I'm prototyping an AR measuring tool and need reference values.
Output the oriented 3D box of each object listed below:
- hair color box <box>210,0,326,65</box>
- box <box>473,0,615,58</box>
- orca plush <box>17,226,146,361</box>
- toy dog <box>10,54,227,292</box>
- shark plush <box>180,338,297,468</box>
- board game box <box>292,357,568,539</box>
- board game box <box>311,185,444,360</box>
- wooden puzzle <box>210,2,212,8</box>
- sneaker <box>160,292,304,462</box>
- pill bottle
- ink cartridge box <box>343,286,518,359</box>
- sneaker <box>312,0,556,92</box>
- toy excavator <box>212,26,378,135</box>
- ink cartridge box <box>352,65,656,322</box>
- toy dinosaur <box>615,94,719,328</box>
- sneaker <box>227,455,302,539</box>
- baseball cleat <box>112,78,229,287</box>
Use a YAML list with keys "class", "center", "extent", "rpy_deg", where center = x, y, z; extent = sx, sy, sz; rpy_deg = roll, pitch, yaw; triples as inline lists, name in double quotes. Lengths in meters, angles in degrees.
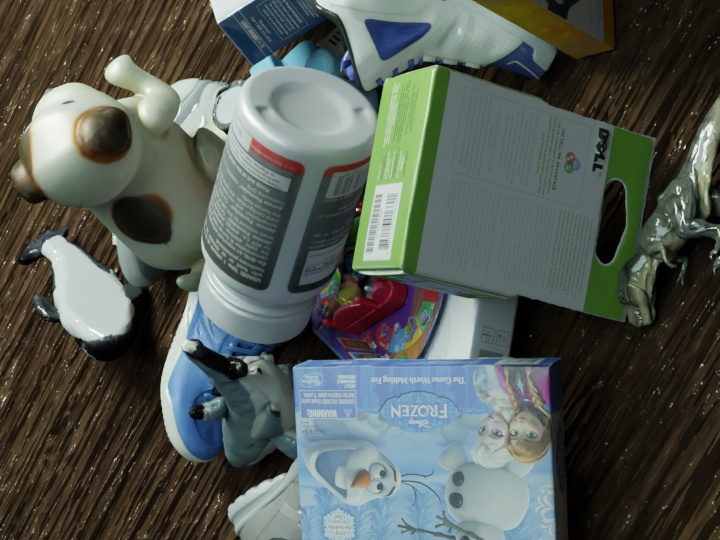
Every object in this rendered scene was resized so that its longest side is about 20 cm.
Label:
- class: "hair color box"
  center: [-0.029, -0.263, 1.361]
  extent: [0.199, 0.061, 0.100]
  rpy_deg: [-31, 47, 11]
- class: "box"
  center: [0.122, -0.244, 1.244]
  extent: [0.041, 0.199, 0.120]
  rpy_deg: [-12, 71, 38]
- class: "orca plush"
  center: [-0.271, 0.039, 1.605]
  extent: [0.200, 0.105, 0.072]
  rpy_deg: [33, 133, 38]
- class: "toy dog"
  center: [-0.204, -0.082, 1.410]
  extent: [0.139, 0.200, 0.195]
  rpy_deg: [-18, 63, 28]
- class: "shark plush"
  center: [-0.099, 0.115, 1.363]
  extent: [0.083, 0.200, 0.091]
  rpy_deg: [-19, 71, 8]
- class: "board game box"
  center: [0.052, 0.166, 1.234]
  extent: [0.198, 0.043, 0.201]
  rpy_deg: [-2, 94, 20]
- class: "board game box"
  center: [0.000, 0.000, 1.359]
  extent: [0.200, 0.039, 0.159]
  rpy_deg: [41, 113, 56]
- class: "wooden puzzle"
  center: [-0.028, -0.300, 1.447]
  extent: [0.199, 0.037, 0.186]
  rpy_deg: [9, 64, 42]
- class: "sneaker"
  center: [-0.105, 0.067, 1.446]
  extent: [0.111, 0.076, 0.202]
  rpy_deg: [-3, 71, 50]
- class: "pill bottle"
  center: [-0.062, -0.048, 1.318]
  extent: [0.114, 0.113, 0.201]
  rpy_deg: [54, 139, 36]
- class: "ink cartridge box"
  center: [0.059, 0.020, 1.339]
  extent: [0.176, 0.044, 0.202]
  rpy_deg: [0, 78, 59]
- class: "sneaker"
  center: [0.043, -0.186, 1.312]
  extent: [0.116, 0.198, 0.081]
  rpy_deg: [-58, 21, 17]
- class: "toy excavator"
  center: [-0.026, -0.171, 1.433]
  extent: [0.200, 0.100, 0.195]
  rpy_deg: [-41, 43, 16]
- class: "ink cartridge box"
  center: [0.108, -0.049, 1.231]
  extent: [0.076, 0.199, 0.149]
  rpy_deg: [-1, 76, 61]
- class: "toy dinosaur"
  center: [0.246, -0.046, 1.194]
  extent: [0.088, 0.047, 0.201]
  rpy_deg: [30, 96, 48]
- class: "sneaker"
  center: [-0.023, 0.187, 1.361]
  extent: [0.200, 0.074, 0.082]
  rpy_deg: [-41, 64, 39]
- class: "baseball cleat"
  center: [-0.164, -0.080, 1.540]
  extent: [0.106, 0.069, 0.202]
  rpy_deg: [10, 87, 44]
